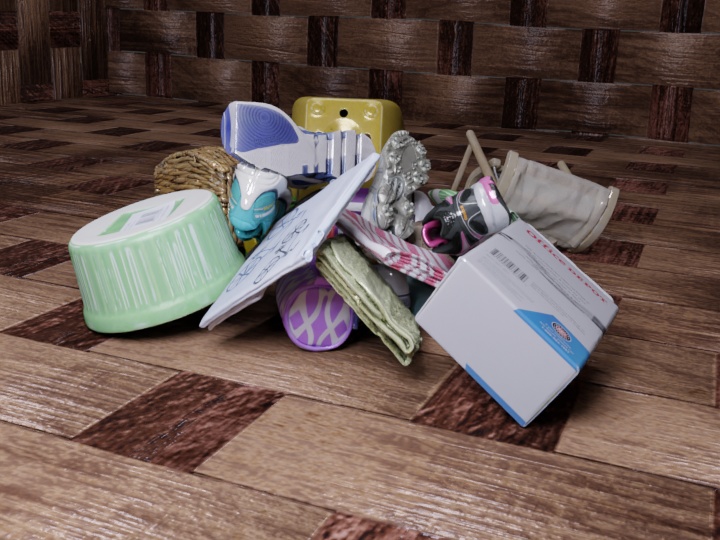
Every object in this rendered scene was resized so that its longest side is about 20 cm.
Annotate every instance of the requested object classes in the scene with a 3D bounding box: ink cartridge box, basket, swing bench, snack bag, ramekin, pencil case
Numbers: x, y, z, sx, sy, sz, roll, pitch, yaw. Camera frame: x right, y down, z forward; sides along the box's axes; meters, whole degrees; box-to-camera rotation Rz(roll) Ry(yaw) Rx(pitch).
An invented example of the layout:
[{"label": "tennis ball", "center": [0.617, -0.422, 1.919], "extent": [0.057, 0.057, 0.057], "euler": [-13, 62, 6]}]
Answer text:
[{"label": "ink cartridge box", "center": [0.160, 0.042, 0.882], "extent": [0.145, 0.084, 0.199], "euler": [43, 27, 11]}, {"label": "basket", "center": [-0.205, -0.117, 1.361], "extent": [0.147, 0.146, 0.198], "euler": [-11, 13, -41]}, {"label": "swing bench", "center": [0.263, -0.118, 1.412], "extent": [0.195, 0.132, 0.200], "euler": [16, 14, -19]}, {"label": "snack bag", "center": [-0.068, -0.031, 0.928], "extent": [0.199, 0.021, 0.190], "euler": [-31, 19, 43]}, {"label": "ramekin", "center": [-0.235, -0.018, 1.024], "extent": [0.195, 0.100, 0.201], "euler": [-14, 19, 5]}, {"label": "pencil case", "center": [-0.057, 0.023, 1.032], "extent": [0.082, 0.088, 0.200], "euler": [-2, 15, -10]}]

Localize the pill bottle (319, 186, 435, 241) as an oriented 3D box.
[{"label": "pill bottle", "center": [0.031, -0.059, 1.279], "extent": [0.195, 0.115, 0.113], "euler": [3, 16, 1]}]

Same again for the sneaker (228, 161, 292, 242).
[{"label": "sneaker", "center": [-0.128, -0.074, 1.053], "extent": [0.076, 0.081, 0.200], "euler": [19, -3, 1]}]

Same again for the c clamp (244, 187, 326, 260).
[{"label": "c clamp", "center": [-0.086, -0.039, 1.082], "extent": [0.170, 0.027, 0.201], "euler": [-19, 28, 54]}]

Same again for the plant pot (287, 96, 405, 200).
[{"label": "plant pot", "center": [-0.024, -0.173, 1.383], "extent": [0.189, 0.200, 0.200], "euler": [2, -13, 1]}]

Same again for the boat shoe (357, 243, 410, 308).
[{"label": "boat shoe", "center": [0.000, 0.000, 1.125], "extent": [0.069, 0.072, 0.199], "euler": [-7, 11, -24]}]

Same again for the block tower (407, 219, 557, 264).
[{"label": "block tower", "center": [0.149, -0.024, 1.147], "extent": [0.196, 0.059, 0.054], "euler": [10, 16, 29]}]

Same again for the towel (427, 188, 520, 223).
[{"label": "towel", "center": [0.190, -0.053, 1.282], "extent": [0.023, 0.153, 0.199], "euler": [-48, 32, -8]}]

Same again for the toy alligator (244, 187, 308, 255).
[{"label": "toy alligator", "center": [-0.104, -0.057, 1.228], "extent": [0.059, 0.200, 0.055], "euler": [-13, 66, -43]}]

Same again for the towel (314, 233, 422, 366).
[{"label": "towel", "center": [0.011, 0.023, 0.939], "extent": [0.036, 0.149, 0.200], "euler": [-41, 2, 4]}]

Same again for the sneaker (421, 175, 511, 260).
[{"label": "sneaker", "center": [0.107, -0.052, 1.028], "extent": [0.085, 0.082, 0.200], "euler": [-21, -14, -6]}]

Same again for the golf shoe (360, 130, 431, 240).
[{"label": "golf shoe", "center": [0.033, -0.105, 1.196], "extent": [0.078, 0.097, 0.202], "euler": [37, 45, -17]}]

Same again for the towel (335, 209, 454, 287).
[{"label": "towel", "center": [0.062, -0.017, 1.020], "extent": [0.198, 0.030, 0.146], "euler": [23, 9, -38]}]

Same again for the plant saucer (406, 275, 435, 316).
[{"label": "plant saucer", "center": [0.130, 0.024, 1.144], "extent": [0.195, 0.037, 0.200], "euler": [2, 16, -1]}]

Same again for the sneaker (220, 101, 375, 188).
[{"label": "sneaker", "center": [-0.089, -0.140, 1.101], "extent": [0.196, 0.083, 0.114], "euler": [10, -10, -32]}]
